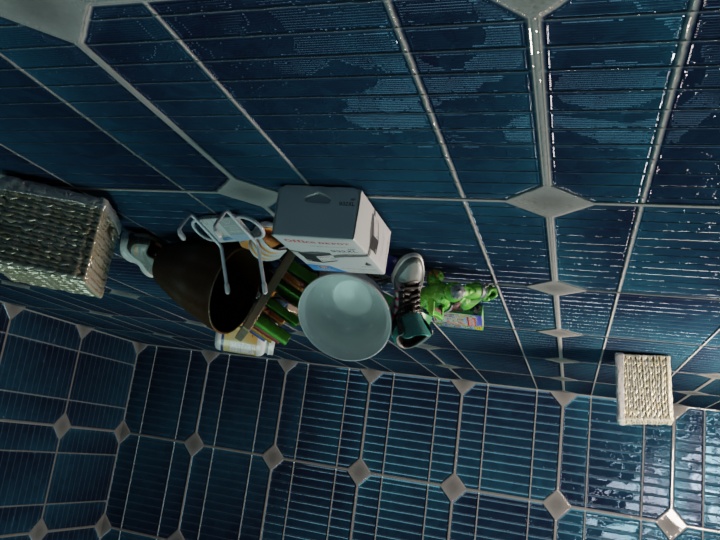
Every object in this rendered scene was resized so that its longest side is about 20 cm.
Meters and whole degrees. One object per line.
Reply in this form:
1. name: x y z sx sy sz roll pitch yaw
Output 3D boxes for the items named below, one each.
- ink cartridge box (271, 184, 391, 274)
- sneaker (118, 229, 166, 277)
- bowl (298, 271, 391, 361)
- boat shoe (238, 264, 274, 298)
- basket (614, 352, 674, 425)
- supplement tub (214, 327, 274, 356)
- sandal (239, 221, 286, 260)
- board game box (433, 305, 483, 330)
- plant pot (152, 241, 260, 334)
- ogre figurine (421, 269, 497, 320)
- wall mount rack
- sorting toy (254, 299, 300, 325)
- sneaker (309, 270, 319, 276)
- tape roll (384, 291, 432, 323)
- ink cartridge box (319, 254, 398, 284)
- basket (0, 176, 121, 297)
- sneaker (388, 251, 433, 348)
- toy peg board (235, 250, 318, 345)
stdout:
1. ink cartridge box: -0.043 -0.063 1.145 0.141 0.086 0.200 4 166 18
2. sneaker: -0.466 -0.032 1.557 0.077 0.076 0.200 0 164 12
3. bowl: -0.022 0.075 1.401 0.195 0.206 0.091 5 -151 15
4. boat shoe: -0.228 0.029 1.639 0.065 0.076 0.200 23 161 16
5. basket: 0.845 0.357 2.060 0.156 0.206 0.198 -4 163 22
6. supplement tub: -0.377 0.204 2.287 0.194 0.149 0.145 9 166 -6
7. sandal: -0.186 -0.045 1.352 0.077 0.061 0.205 15 164 -25
8. board game box: 0.258 0.120 1.812 0.130 0.030 0.200 6 166 13
9. plant pot: -0.349 0.015 1.496 0.195 0.192 0.187 17 171 21
10. ogre figurine: 0.179 0.054 1.452 0.196 0.101 0.118 16 -176 38
11. wall mount rack: -0.251 -0.037 1.306 0.196 0.076 0.175 0 140 41
12. sorting toy: -0.190 0.097 1.899 0.196 0.072 0.196 -3 162 43
13. sneaker: -0.114 0.038 1.673 0.074 0.072 0.200 23 168 21
14. tape roll: 0.070 0.083 1.588 0.196 0.049 0.200 26 180 0
15. ink cartridge box: 0.000 0.000 1.455 0.092 0.046 0.198 19 163 -30
16. basket: -0.580 -0.057 1.310 0.194 0.166 0.198 12 167 -9
17. sneaker: 0.099 0.076 1.352 0.081 0.122 0.204 -5 128 -16
18. toy peg board: -0.172 0.075 1.480 0.097 0.203 0.199 33 162 -6
